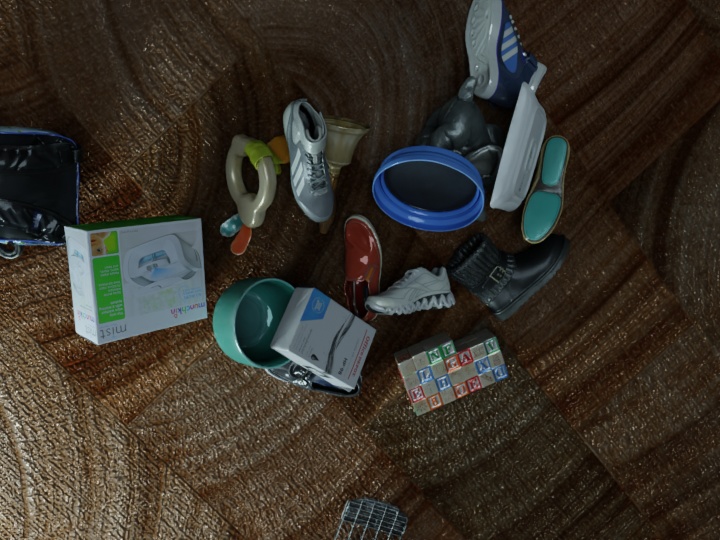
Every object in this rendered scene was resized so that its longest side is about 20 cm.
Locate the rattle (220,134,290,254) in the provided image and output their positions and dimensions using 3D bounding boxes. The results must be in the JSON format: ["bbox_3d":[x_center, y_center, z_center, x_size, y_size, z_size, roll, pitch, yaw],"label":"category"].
[{"bbox_3d":[-0.172,-0.142,1.042,0.127,0.143,0.205,16,118,22],"label":"rattle"}]

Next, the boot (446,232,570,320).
[{"bbox_3d":[0.280,-0.025,1.095,0.158,0.080,0.211,42,94,-13],"label":"boot"}]

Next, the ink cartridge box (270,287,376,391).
[{"bbox_3d":[-0.048,0.128,1.022,0.199,0.066,0.118,36,67,-32],"label":"ink cartridge box"}]

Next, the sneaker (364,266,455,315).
[{"bbox_3d":[0.089,0.038,1.070,0.196,0.074,0.083,-7,94,-35],"label":"sneaker"}]

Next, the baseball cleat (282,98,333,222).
[{"bbox_3d":[-0.082,-0.175,0.947,0.068,0.106,0.205,-21,105,-17],"label":"baseball cleat"}]

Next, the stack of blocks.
[{"bbox_3d":[0.176,0.185,1.134,0.196,0.059,0.118,-22,103,-2],"label":"stack of blocks"}]

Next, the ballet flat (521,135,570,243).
[{"bbox_3d":[0.348,-0.146,1.077,0.067,0.063,0.205,17,90,14],"label":"ballet flat"}]

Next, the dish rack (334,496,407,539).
[{"bbox_3d":[0.006,0.561,1.191,0.150,0.055,0.204,19,96,-12],"label":"dish rack"}]

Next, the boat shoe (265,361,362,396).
[{"bbox_3d":[-0.088,0.200,1.099,0.196,0.066,0.071,19,98,-11],"label":"boat shoe"}]

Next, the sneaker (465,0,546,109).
[{"bbox_3d":[0.267,-0.391,1.034,0.143,0.080,0.206,3,85,-29],"label":"sneaker"}]

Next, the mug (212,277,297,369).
[{"bbox_3d":[-0.178,0.103,1.034,0.152,0.113,0.188,-42,117,-33],"label":"mug"}]

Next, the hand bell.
[{"bbox_3d":[-0.049,-0.163,1.034,0.101,0.105,0.205,7,112,-8],"label":"hand bell"}]

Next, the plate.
[{"bbox_3d":[0.283,-0.202,1.007,0.032,0.199,0.205,18,100,22],"label":"plate"}]

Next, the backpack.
[{"bbox_3d":[-0.559,-0.135,0.917,0.196,0.146,0.188,0,102,-34],"label":"backpack"}]

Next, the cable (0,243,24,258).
[{"bbox_3d":[-0.649,-0.110,0.976,0.095,0.050,0.205,-17,102,-8],"label":"cable"}]

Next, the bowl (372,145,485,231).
[{"bbox_3d":[0.118,-0.140,1.006,0.196,0.201,0.040,19,62,-10],"label":"bowl"}]

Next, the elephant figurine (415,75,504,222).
[{"bbox_3d":[0.204,-0.204,1.032,0.198,0.155,0.144,32,74,-16],"label":"elephant figurine"}]

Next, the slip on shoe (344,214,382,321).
[{"bbox_3d":[0.000,0.000,1.065,0.072,0.061,0.206,3,104,24],"label":"slip on shoe"}]

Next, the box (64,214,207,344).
[{"bbox_3d":[-0.368,0.007,0.964,0.197,0.095,0.182,-12,105,-46],"label":"box"}]
